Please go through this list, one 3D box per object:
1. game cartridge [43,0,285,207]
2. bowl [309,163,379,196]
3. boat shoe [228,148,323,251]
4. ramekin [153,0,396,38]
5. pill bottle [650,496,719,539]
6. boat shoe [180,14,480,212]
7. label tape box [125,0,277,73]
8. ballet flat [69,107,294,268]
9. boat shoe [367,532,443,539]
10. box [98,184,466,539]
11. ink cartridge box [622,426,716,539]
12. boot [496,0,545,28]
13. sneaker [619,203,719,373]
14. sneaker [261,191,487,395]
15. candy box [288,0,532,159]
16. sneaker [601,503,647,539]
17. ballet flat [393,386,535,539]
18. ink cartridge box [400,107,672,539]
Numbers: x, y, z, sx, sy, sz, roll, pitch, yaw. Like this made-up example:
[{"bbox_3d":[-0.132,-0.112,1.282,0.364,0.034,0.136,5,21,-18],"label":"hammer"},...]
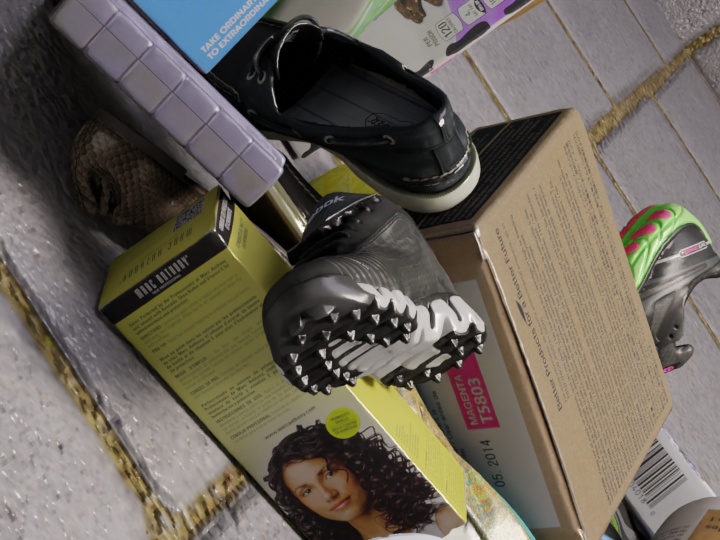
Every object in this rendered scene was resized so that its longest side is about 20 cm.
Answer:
[{"bbox_3d":[-0.098,-0.094,0.970,0.129,0.038,0.200,40,1,-14],"label":"game cartridge"},{"bbox_3d":[0.063,-0.002,1.240,0.200,0.107,0.201,48,21,-24],"label":"bowl"},{"bbox_3d":[0.001,0.001,1.109,0.201,0.066,0.072,53,-17,-25],"label":"boat shoe"},{"bbox_3d":[-0.059,-0.209,1.140,0.201,0.199,0.098,52,27,-15],"label":"ramekin"},{"bbox_3d":[0.177,0.222,1.089,0.115,0.114,0.200,55,41,-5],"label":"pill bottle"},{"bbox_3d":[-0.024,-0.101,1.053,0.199,0.074,0.066,36,-22,31],"label":"boat shoe"},{"bbox_3d":[-0.051,-0.168,0.962,0.063,0.144,0.200,44,1,-14],"label":"label tape box"},{"bbox_3d":[-0.084,-0.017,1.007,0.067,0.047,0.200,32,-5,37],"label":"ballet flat"},{"bbox_3d":[0.032,0.173,0.941,0.200,0.072,0.062,30,30,-59],"label":"boat shoe"},{"bbox_3d":[-0.034,0.059,0.954,0.200,0.075,0.050,49,20,-20],"label":"box"},{"bbox_3d":[0.201,0.153,1.326,0.109,0.050,0.200,53,1,9],"label":"ink cartridge box"},{"bbox_3d":[0.018,-0.213,1.317,0.176,0.199,0.066,56,19,-3],"label":"boot"},{"bbox_3d":[0.169,0.053,1.286,0.084,0.201,0.077,37,-2,-10],"label":"sneaker"},{"bbox_3d":[-0.007,0.005,0.902,0.091,0.066,0.200,60,16,15],"label":"sneaker"},{"bbox_3d":[0.000,-0.196,1.244,0.168,0.199,0.072,55,20,-4],"label":"candy box"},{"bbox_3d":[0.131,0.170,1.208,0.083,0.071,0.199,57,12,21],"label":"sneaker"},{"bbox_3d":[0.028,0.118,1.044,0.201,0.070,0.071,56,19,-6],"label":"ballet flat"},{"bbox_3d":[0.094,0.035,1.104,0.165,0.074,0.202,-45,121,-52],"label":"ink cartridge box"}]
